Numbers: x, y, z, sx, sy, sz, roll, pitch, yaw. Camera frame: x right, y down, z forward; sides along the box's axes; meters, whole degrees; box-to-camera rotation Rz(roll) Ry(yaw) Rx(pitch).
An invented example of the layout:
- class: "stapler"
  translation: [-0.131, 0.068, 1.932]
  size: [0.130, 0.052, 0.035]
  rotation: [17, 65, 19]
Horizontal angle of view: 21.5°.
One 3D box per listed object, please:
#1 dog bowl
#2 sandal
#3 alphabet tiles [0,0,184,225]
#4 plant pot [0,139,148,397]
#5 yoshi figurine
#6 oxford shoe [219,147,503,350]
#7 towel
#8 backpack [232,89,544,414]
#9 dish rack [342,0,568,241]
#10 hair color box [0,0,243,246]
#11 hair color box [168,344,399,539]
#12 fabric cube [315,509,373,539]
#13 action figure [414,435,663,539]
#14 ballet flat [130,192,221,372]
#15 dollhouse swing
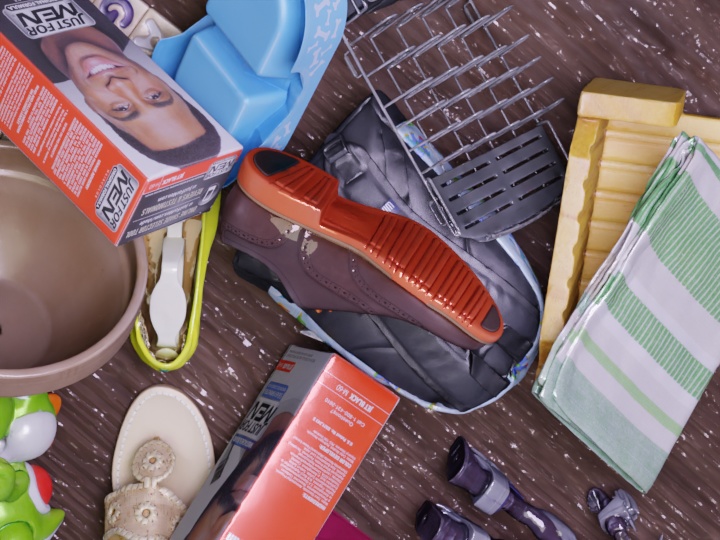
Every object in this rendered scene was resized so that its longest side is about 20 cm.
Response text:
- class: "dog bowl"
  translation: [-0.073, -0.144, 1.245]
  size: [0.112, 0.049, 0.201]
  rotation: [51, 135, 23]
- class: "sandal"
  translation: [-0.151, 0.194, 1.369]
  size: [0.077, 0.070, 0.214]
  rotation: [11, 101, -4]
- class: "alphabet tiles"
  translation: [-0.245, -0.134, 1.330]
  size: [0.167, 0.008, 0.201]
  rotation: [36, 98, -8]
- class: "plant pot"
  translation: [-0.248, 0.015, 1.289]
  size: [0.199, 0.202, 0.093]
  rotation: [16, 140, -5]
- class: "yoshi figurine"
  translation: [-0.271, 0.147, 1.340]
  size: [0.111, 0.112, 0.202]
  rotation: [9, 99, 3]
- class: "oxford shoe"
  translation: [0.000, 0.000, 1.227]
  size: [0.199, 0.071, 0.073]
  rotation: [33, 118, 7]
- class: "towel"
  translation: [0.202, 0.030, 1.254]
  size: [0.152, 0.023, 0.201]
  rotation: [40, 78, -40]
- class: "backpack"
  translation: [0.040, 0.004, 1.308]
  size: [0.200, 0.154, 0.164]
  rotation: [40, 94, 13]
- class: "dish rack"
  translation: [0.071, -0.123, 1.263]
  size: [0.054, 0.153, 0.201]
  rotation: [-30, 88, 47]
- class: "hair color box"
  translation: [-0.182, -0.113, 1.238]
  size: [0.200, 0.101, 0.061]
  rotation: [44, 125, 16]
- class: "hair color box"
  translation: [-0.064, 0.153, 1.311]
  size: [0.064, 0.111, 0.201]
  rotation: [33, 81, -16]
- class: "fabric cube"
  translation: [-0.012, 0.315, 1.333]
  size: [0.195, 0.199, 0.201]
  rotation: [35, 99, -7]
- class: "action figure"
  translation: [0.140, 0.205, 1.383]
  size: [0.199, 0.069, 0.131]
  rotation: [32, 92, -11]
- class: "ballet flat"
  translation: [-0.132, -0.025, 1.325]
  size: [0.066, 0.067, 0.202]
  rotation: [3, 102, -4]
- class: "dollhouse swing"
  translation: [0.224, -0.015, 1.294]
  size: [0.174, 0.182, 0.202]
  rotation: [11, 101, 9]
